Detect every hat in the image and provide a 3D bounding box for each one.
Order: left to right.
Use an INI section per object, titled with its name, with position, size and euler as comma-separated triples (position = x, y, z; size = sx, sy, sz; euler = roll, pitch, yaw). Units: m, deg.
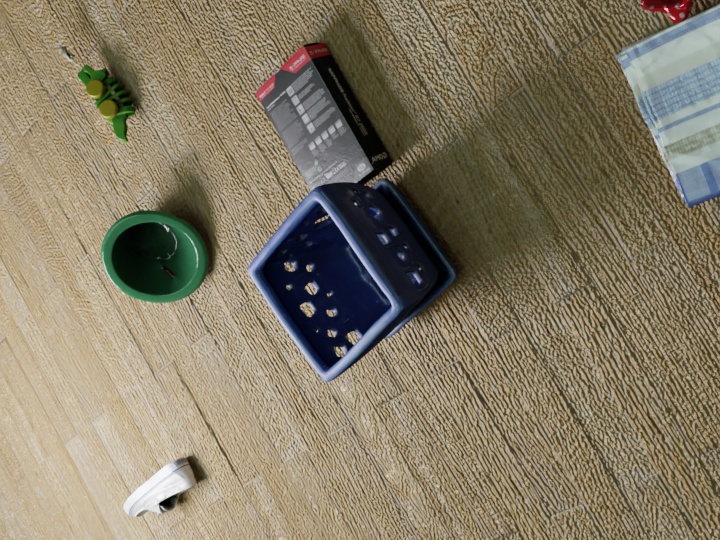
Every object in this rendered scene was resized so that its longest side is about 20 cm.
[hat]
position = -0.346, -0.057, 1.896
size = 0.199, 0.176, 0.167
euler = 9, 115, -4

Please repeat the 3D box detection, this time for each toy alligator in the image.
[toy alligator]
position = -0.421, -0.303, 1.846
size = 0.054, 0.059, 0.200
euler = -34, 80, -1

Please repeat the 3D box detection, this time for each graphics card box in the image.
[graphics card box]
position = -0.053, -0.202, 1.581
size = 0.125, 0.051, 0.201
euler = -35, 82, 41

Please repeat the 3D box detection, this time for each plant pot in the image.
[plant pot]
position = 0.000, 0.000, 1.525
size = 0.200, 0.179, 0.200
euler = 54, 131, 11

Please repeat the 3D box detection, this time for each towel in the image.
[towel]
position = 0.385, -0.183, 1.248
size = 0.146, 0.024, 0.201
euler = -23, 93, 40

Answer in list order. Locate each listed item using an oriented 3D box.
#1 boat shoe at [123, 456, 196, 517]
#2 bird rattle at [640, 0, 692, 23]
[boat shoe]
position = -0.365, 0.412, 2.044
size = 0.200, 0.073, 0.066
euler = -45, 72, 41
[bird rattle]
position = 0.379, -0.339, 1.163
size = 0.199, 0.112, 0.164
euler = 8, 87, 42
